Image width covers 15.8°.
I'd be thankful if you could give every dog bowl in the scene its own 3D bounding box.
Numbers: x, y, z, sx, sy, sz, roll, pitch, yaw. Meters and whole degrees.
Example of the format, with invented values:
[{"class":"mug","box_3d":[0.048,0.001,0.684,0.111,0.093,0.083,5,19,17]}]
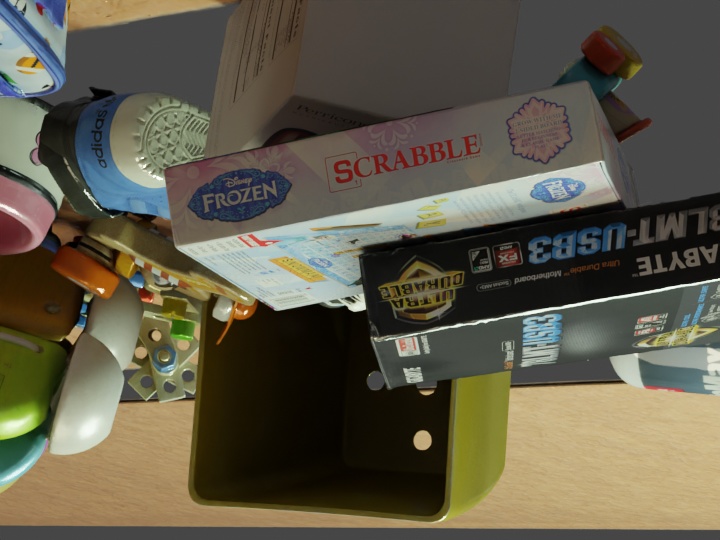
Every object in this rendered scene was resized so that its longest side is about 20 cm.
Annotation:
[{"class":"dog bowl","box_3d":[-0.281,-0.069,1.686,0.199,0.074,0.200,9,165,2]}]

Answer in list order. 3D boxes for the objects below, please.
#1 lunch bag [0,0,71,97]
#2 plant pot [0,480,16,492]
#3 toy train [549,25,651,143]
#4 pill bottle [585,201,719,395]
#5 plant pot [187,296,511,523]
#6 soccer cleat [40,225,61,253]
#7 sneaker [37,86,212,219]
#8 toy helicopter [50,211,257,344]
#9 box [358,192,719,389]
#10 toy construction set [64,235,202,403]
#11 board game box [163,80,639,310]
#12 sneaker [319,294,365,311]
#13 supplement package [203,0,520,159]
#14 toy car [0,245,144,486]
[{"class":"lunch bag","box_3d":[-0.240,-0.151,1.370,0.159,0.076,0.200,3,165,14]},{"class":"plant pot","box_3d":[-0.304,0.059,1.995,0.199,0.201,0.142,18,138,-29]},{"class":"toy train","box_3d":[0.090,-0.052,1.395,0.056,0.150,0.200,45,158,1]},{"class":"pill bottle","box_3d":[0.214,0.018,1.619,0.199,0.120,0.120,5,164,17]},{"class":"plant pot","box_3d":[0.013,0.074,1.831,0.199,0.201,0.176,2,175,26]},{"class":"soccer cleat","box_3d":[-0.316,-0.015,1.872,0.199,0.084,0.065,12,167,-10]},{"class":"sneaker","box_3d":[-0.116,-0.061,1.614,0.111,0.077,0.200,3,169,37]},{"class":"toy helicopter","box_3d":[-0.110,0.003,1.704,0.132,0.079,0.200,34,171,-24]},{"class":"box","box_3d":[0.102,0.013,1.301,0.197,0.050,0.200,-10,169,0]},{"class":"toy construction set","box_3d":[-0.160,0.023,1.932,0.130,0.093,0.200,10,154,-3]},{"class":"board game box","box_3d":[0.028,-0.031,1.241,0.198,0.041,0.200,-11,169,9]},{"class":"sneaker","box_3d":[0.000,0.000,1.650,0.072,0.073,0.200,39,-177,-7]},{"class":"supplement package","box_3d":[-0.003,-0.100,1.338,0.113,0.110,0.200,12,164,-13]},{"class":"toy car","box_3d":[-0.252,0.072,1.785,0.174,0.200,0.150,17,121,-5]}]
